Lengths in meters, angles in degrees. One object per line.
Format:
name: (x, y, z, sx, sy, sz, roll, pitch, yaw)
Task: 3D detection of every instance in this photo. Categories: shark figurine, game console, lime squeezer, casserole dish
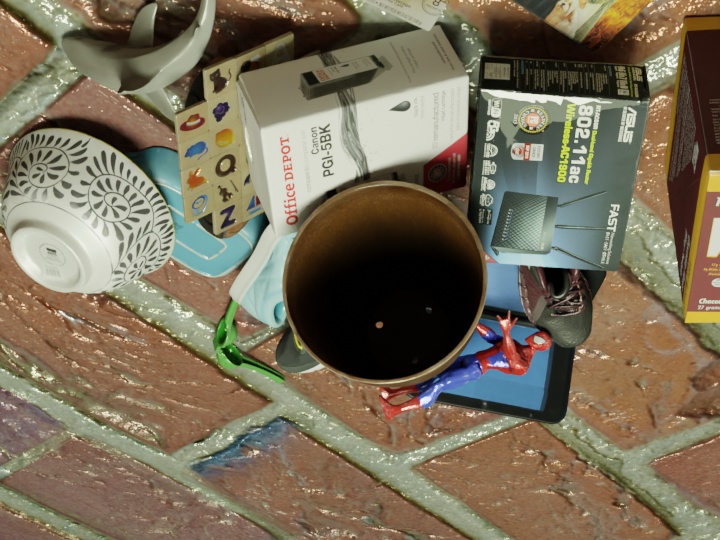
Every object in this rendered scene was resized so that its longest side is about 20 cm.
shark figurine: (-0.186, -0.196, 1.104, 0.214, 0.090, 0.129, -26, 105, 38)
game console: (0.161, 0.065, 1.369, 0.198, 0.119, 0.171, 10, 139, -7)
lime squeezer: (-0.147, 0.086, 1.487, 0.070, 0.038, 0.201, -3, 138, 9)
casserole dish: (-0.189, -0.055, 1.329, 0.199, 0.039, 0.121, 35, 130, -29)

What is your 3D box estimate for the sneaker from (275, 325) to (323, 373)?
sneaker: (-0.047, 0.047, 1.390, 0.084, 0.075, 0.200, 6, 138, -45)

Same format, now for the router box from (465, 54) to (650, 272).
router box: (0.177, -0.095, 1.126, 0.148, 0.062, 0.201, 3, 130, 4)

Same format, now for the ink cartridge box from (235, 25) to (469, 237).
ink cartridge box: (-0.005, -0.128, 1.141, 0.198, 0.083, 0.147, -16, 140, -10)

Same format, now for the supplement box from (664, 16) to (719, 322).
supplement box: (0.360, -0.091, 1.106, 0.131, 0.201, 0.198, -1, 139, 7)

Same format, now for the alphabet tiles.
alphabet tiles: (-0.104, -0.128, 1.169, 0.166, 0.006, 0.201, -29, 143, -28)

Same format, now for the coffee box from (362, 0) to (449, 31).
coffee box: (0.057, -0.307, 0.981, 0.112, 0.080, 0.200, 21, 137, -16)

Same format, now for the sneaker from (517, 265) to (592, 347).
sneaker: (0.204, 0.020, 1.277, 0.075, 0.116, 0.201, -21, 118, 7)

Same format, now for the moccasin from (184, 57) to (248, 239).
moccasin: (-0.127, -0.124, 1.212, 0.073, 0.078, 0.203, 29, 139, 33)

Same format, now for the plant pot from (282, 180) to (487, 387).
plant pot: (0.036, 0.036, 1.178, 0.185, 0.189, 0.200, -3, 163, 9)

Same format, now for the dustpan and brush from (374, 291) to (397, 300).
dustpan and brush: (0.000, 0.000, 1.284, 0.139, 0.057, 0.201, 28, 104, -26)

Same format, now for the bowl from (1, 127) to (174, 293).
bowl: (-0.304, -0.041, 1.274, 0.199, 0.094, 0.202, 16, 136, 15)

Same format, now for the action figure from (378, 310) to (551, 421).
action figure: (0.108, 0.087, 1.329, 0.198, 0.065, 0.100, -17, 118, 3)

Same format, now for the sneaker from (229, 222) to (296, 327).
sneaker: (-0.069, -0.012, 1.318, 0.082, 0.074, 0.200, 41, 137, 5)

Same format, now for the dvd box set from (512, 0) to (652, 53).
dvd box set: (0.212, -0.287, 1.027, 0.146, 0.030, 0.200, 27, 135, -23)
